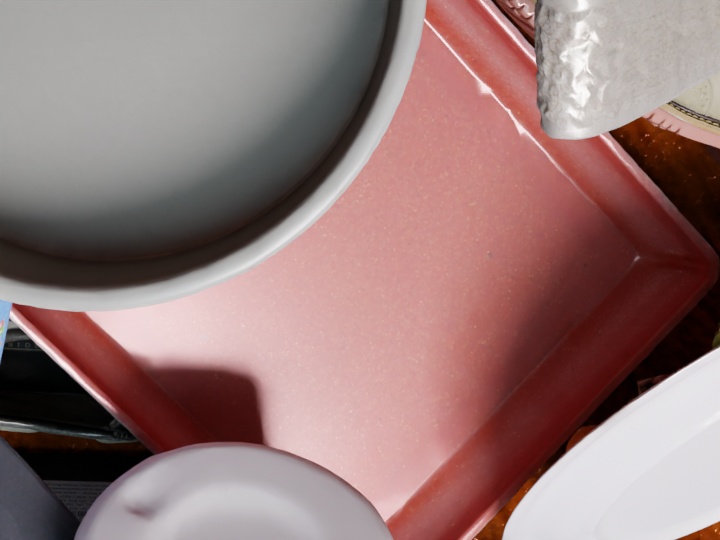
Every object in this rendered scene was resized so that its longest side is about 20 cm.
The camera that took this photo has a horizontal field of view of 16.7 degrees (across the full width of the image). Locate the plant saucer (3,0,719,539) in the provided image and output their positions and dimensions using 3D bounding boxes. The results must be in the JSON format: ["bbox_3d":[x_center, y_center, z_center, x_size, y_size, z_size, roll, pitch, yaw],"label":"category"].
[{"bbox_3d":[0.000,0.000,0.893,0.200,0.037,0.200,-46,111,-4],"label":"plant saucer"}]

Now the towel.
[{"bbox_3d":[0.122,-0.137,0.787,0.200,0.034,0.133,-28,123,-35],"label":"towel"}]

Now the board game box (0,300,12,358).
[{"bbox_3d":[-0.214,-0.018,0.849,0.200,0.037,0.151,30,140,7],"label":"board game box"}]

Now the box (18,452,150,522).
[{"bbox_3d":[-0.067,0.165,0.998,0.199,0.086,0.164,2,121,-2],"label":"box"}]

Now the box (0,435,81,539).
[{"bbox_3d":[-0.211,0.065,0.803,0.106,0.122,0.200,-21,115,47],"label":"box"}]

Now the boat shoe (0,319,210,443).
[{"bbox_3d":[-0.079,0.038,0.936,0.199,0.064,0.071,0,120,-1],"label":"boat shoe"}]

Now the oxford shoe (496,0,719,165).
[{"bbox_3d":[0.120,-0.085,0.871,0.200,0.071,0.074,29,103,-27],"label":"oxford shoe"}]

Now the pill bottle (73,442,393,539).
[{"bbox_3d":[-0.051,0.166,0.869,0.113,0.114,0.200,6,133,-4],"label":"pill bottle"}]

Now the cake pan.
[{"bbox_3d":[-0.078,-0.089,0.723,0.199,0.037,0.201,0,92,6],"label":"cake pan"}]

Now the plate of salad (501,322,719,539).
[{"bbox_3d":[0.137,0.049,0.912,0.199,0.048,0.200,-24,157,-11],"label":"plate of salad"}]

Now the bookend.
[{"bbox_3d":[-0.025,-0.118,0.782,0.199,0.092,0.200,-14,90,7],"label":"bookend"}]
